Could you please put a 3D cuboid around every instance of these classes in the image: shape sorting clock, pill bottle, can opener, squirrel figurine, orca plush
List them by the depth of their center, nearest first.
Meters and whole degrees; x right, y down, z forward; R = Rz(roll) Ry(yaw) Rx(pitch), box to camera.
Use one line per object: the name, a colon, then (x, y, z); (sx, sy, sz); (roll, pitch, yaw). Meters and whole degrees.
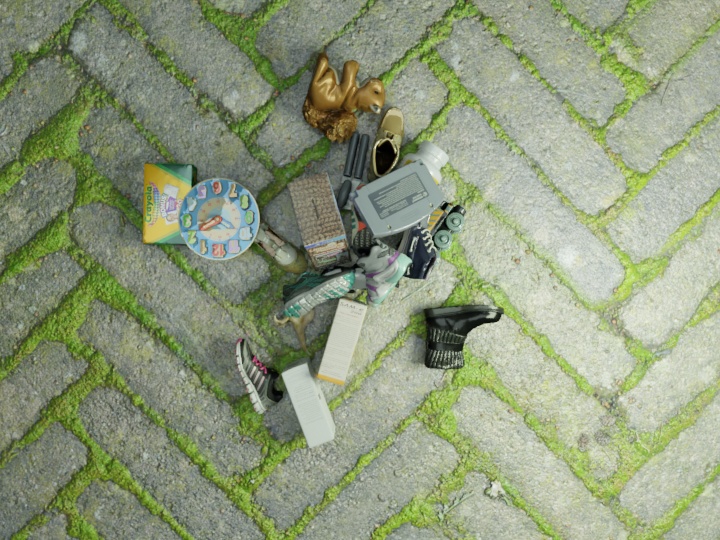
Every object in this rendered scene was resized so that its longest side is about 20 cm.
shape sorting clock: (-0.344, -0.125, 1.457); (0.199, 0.039, 0.201); (0, 94, -1)
squirrel figurine: (-0.039, -0.418, 1.485); (0.186, 0.142, 0.201); (17, 105, -12)
pill bottle: (0.130, -0.217, 1.489); (0.112, 0.112, 0.200); (35, 91, -2)
can opener: (-0.017, -0.250, 1.511); (0.052, 0.066, 0.201); (12, 87, -1)
orca plush: (0.000, 0.000, 1.512); (0.199, 0.105, 0.071); (-8, 53, 18)

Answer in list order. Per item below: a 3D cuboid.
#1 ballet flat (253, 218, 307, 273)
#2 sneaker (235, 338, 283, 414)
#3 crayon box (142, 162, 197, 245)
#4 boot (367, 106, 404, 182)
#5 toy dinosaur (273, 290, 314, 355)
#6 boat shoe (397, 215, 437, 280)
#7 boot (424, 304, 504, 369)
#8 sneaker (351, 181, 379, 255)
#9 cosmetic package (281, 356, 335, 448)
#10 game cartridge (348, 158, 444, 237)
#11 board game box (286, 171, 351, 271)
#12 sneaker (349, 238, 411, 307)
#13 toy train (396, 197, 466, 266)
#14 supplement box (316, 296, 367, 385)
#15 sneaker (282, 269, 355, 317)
ballet flat: (-0.217, -0.063, 1.507); (0.200, 0.071, 0.071); (42, 90, -3)
sneaker: (-0.252, 0.257, 1.513); (0.087, 0.074, 0.201); (-20, 97, -1)
crayon box: (-0.475, -0.164, 1.499); (0.118, 0.058, 0.201); (1, 92, -2)
boot: (0.067, -0.313, 1.462); (0.072, 0.155, 0.201); (19, 91, -2)
toy dinosaur: (-0.167, 0.121, 1.518); (0.100, 0.058, 0.201); (-1, 92, -3)
boat shoe: (0.151, -0.071, 1.434); (0.092, 0.075, 0.201); (22, 96, 31)
boot: (0.262, 0.168, 1.519); (0.210, 0.079, 0.159); (-5, 85, 9)
sneaker: (0.012, -0.129, 1.492); (0.070, 0.094, 0.201); (-1, 132, -1)
cosmetic package: (-0.129, 0.327, 1.504); (0.074, 0.102, 0.201); (-22, 93, 0)
game cartridge: (0.088, -0.161, 1.390); (0.199, 0.042, 0.134); (-27, 89, -15)
board game box: (-0.093, -0.109, 1.423); (0.096, 0.200, 0.160); (-16, 73, -1)
sneaker: (0.025, -0.005, 1.420); (0.140, 0.200, 0.078); (38, 47, 4)
toy train: (0.179, -0.094, 1.513); (0.114, 0.085, 0.200); (35, 90, 7)
supplement box: (-0.045, 0.169, 1.489); (0.073, 0.126, 0.201); (17, 92, -1)
sneaker: (-0.110, 0.034, 1.462); (0.199, 0.078, 0.092); (-25, 59, 8)
